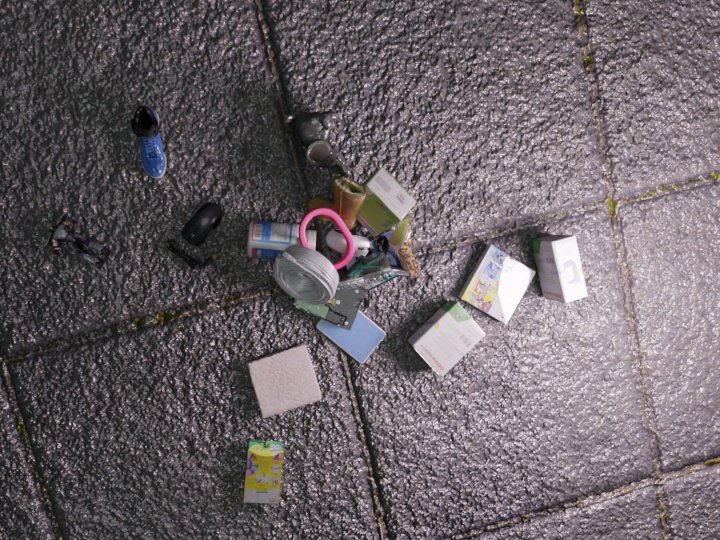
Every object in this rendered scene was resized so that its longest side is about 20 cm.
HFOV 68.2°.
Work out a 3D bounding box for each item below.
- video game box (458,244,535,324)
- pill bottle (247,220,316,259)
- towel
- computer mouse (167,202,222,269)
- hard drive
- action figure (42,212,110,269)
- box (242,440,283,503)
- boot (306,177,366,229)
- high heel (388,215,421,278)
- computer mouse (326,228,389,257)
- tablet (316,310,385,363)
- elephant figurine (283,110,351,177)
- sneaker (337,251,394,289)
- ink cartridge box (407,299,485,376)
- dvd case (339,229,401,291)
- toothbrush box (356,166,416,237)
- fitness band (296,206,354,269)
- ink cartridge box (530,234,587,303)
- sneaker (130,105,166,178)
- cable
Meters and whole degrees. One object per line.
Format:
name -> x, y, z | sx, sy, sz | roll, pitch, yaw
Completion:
video game box -> 0.446, 0.046, 1.740 | 0.181, 0.047, 0.201 | 30, 91, -11
pill bottle -> -0.236, -0.088, 1.603 | 0.197, 0.112, 0.114 | 5, 95, -8
towel -> -0.241, 0.349, 1.684 | 0.198, 0.032, 0.193 | -16, 96, -6
computer mouse -> -0.475, -0.098, 1.602 | 0.200, 0.046, 0.140 | -45, 98, -2
hard drive -> -0.097, 0.086, 1.664 | 0.198, 0.038, 0.141 | 22, 91, -3
action figure -> -0.832, -0.088, 1.546 | 0.199, 0.069, 0.131 | 31, 96, -6
box -> -0.308, 0.635, 1.696 | 0.116, 0.048, 0.203 | 6, 97, -8
boot -> -0.074, -0.212, 1.560 | 0.173, 0.200, 0.067 | 21, 67, 2
high heel -> 0.156, -0.070, 1.637 | 0.141, 0.071, 0.202 | 5, 116, -34
computer mouse -> -0.012, -0.071, 1.638 | 0.198, 0.044, 0.111 | 14, 113, -1
tablet -> -0.029, 0.191, 1.707 | 0.200, 0.014, 0.130 | 40, 89, -10
elephant figurine -> -0.123, -0.368, 1.591 | 0.153, 0.142, 0.202 | 6, 113, 20
sneaker -> 0.000, 0.000, 1.611 | 0.198, 0.078, 0.092 | -13, 75, 8
ink cartridge box -> 0.273, 0.216, 1.705 | 0.200, 0.087, 0.145 | -44, 99, -4
dvd case -> 0.049, -0.025, 1.694 | 0.198, 0.018, 0.144 | -26, 99, -5
toothbrush box -> 0.052, -0.199, 1.579 | 0.146, 0.200, 0.086 | 44, 66, -8
fitness band -> -0.101, -0.091, 1.564 | 0.143, 0.037, 0.201 | -38, 115, -7
ink cartridge box -> 0.636, -0.008, 1.710 | 0.087, 0.145, 0.202 | -14, 96, -8
sneaker -> -0.609, -0.369, 1.526 | 0.076, 0.111, 0.203 | -2, 96, -7
cable -> -0.161, 0.017, 1.553 | 0.198, 0.200, 0.070 | 27, 54, -5
